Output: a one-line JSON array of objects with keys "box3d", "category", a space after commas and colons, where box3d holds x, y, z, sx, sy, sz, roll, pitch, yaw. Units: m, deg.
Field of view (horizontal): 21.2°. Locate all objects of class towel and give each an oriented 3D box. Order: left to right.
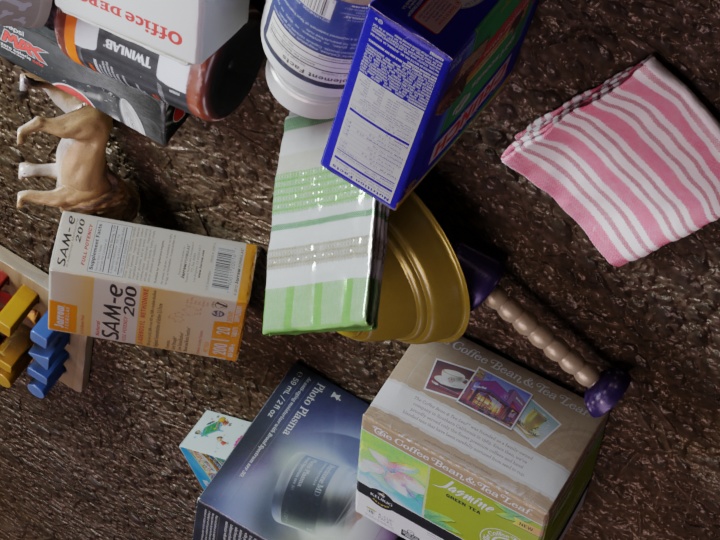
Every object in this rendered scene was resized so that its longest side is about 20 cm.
[{"box3d": [-0.023, -0.045, 1.641, 0.031, 0.201, 0.149, 13, 168, -38], "category": "towel"}, {"box3d": [0.214, -0.078, 1.502, 0.146, 0.030, 0.200, 42, 148, -12], "category": "towel"}]

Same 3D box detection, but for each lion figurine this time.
[{"box3d": [-0.275, -0.116, 1.889, 0.122, 0.073, 0.201, 2, 140, -8], "category": "lion figurine"}]

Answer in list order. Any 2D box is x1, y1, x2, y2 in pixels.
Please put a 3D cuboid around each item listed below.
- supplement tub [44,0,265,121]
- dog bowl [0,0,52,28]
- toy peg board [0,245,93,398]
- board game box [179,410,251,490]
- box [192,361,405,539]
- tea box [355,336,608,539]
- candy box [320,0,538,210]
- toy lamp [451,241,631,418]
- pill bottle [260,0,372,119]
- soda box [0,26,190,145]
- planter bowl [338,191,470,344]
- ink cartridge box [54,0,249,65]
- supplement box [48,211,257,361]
[{"box3d": [-0.187, -0.209, 1.644, 0.199, 0.107, 0.107, 24, 147, 18], "category": "supplement tub"}, {"box3d": [-0.314, -0.296, 1.598, 0.200, 0.058, 0.201, 45, 143, 50], "category": "dog bowl"}, {"box3d": [-0.424, 0.072, 2.267, 0.199, 0.098, 0.200, 31, 149, 8], "category": "toy peg board"}, {"box3d": [-0.092, 0.248, 2.212, 0.199, 0.064, 0.148, 12, 141, 36], "category": "board game box"}, {"box3d": [-0.040, 0.238, 2.015, 0.198, 0.200, 0.123, 29, 148, 10], "category": "box"}, {"box3d": [0.112, 0.185, 1.856, 0.199, 0.134, 0.197, 26, 147, 16], "category": "tea box"}, {"box3d": [0.060, -0.164, 1.402, 0.077, 0.169, 0.200, 35, 150, 8], "category": "candy box"}, {"box3d": [0.150, 0.050, 1.713, 0.200, 0.058, 0.058, 42, 149, -8], "category": "toy lamp"}, {"box3d": [-0.016, -0.204, 1.478, 0.111, 0.111, 0.200, 33, 149, 5], "category": "pill bottle"}, {"box3d": [-0.243, -0.198, 1.758, 0.199, 0.063, 0.071, 29, 148, 12], "category": "soda box"}, {"box3d": [0.000, 0.000, 1.711, 0.200, 0.083, 0.201, 41, 151, 29], "category": "planter bowl"}, {"box3d": [-0.160, -0.281, 1.503, 0.144, 0.084, 0.201, 25, 133, 18], "category": "ink cartridge box"}, {"box3d": [-0.210, 0.018, 1.936, 0.199, 0.074, 0.126, 10, 148, -4], "category": "supplement box"}]
